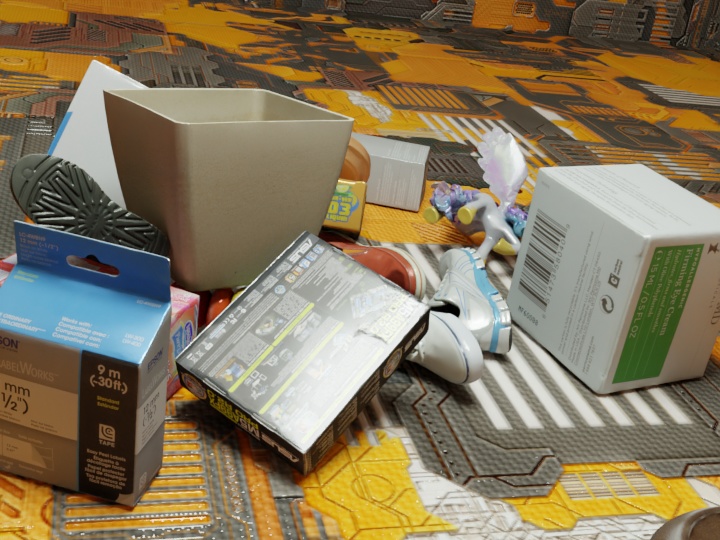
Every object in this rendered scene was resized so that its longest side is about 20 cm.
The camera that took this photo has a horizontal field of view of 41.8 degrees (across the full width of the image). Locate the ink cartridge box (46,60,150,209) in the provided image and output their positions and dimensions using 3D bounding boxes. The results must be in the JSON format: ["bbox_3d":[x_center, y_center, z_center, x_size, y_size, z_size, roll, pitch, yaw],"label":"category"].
[{"bbox_3d":[-0.303,-0.168,1.224,0.143,0.149,0.200,27,2,-11],"label":"ink cartridge box"}]

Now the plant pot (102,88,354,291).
[{"bbox_3d":[-0.146,-0.088,0.995,0.198,0.180,0.199,-7,22,-35],"label":"plant pot"}]

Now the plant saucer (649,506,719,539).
[{"bbox_3d":[0.337,0.257,0.775,0.197,0.033,0.201,9,24,-4],"label":"plant saucer"}]

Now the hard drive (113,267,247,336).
[{"bbox_3d":[-0.175,-0.016,1.101,0.131,0.026,0.200,29,47,19],"label":"hard drive"}]

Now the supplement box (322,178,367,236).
[{"bbox_3d":[-0.027,-0.084,1.250,0.065,0.070,0.200,9,-2,1],"label":"supplement box"}]

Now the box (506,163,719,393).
[{"bbox_3d":[0.306,0.003,1.104,0.169,0.202,0.200,-5,29,-28],"label":"box"}]

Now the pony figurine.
[{"bbox_3d":[0.177,-0.084,1.342,0.199,0.167,0.194,-19,68,-51],"label":"pony figurine"}]

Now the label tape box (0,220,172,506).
[{"bbox_3d":[-0.231,0.076,0.759,0.141,0.203,0.066,13,26,9],"label":"label tape box"}]

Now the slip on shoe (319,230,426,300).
[{"bbox_3d":[0.000,0.000,1.160,0.199,0.075,0.061,23,28,40],"label":"slip on shoe"}]

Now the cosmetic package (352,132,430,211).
[{"bbox_3d":[0.007,-0.165,1.503,0.197,0.091,0.107,9,24,7],"label":"cosmetic package"}]

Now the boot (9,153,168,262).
[{"bbox_3d":[-0.297,-0.055,0.969,0.182,0.073,0.199,41,-13,-30],"label":"boot"}]

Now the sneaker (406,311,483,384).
[{"bbox_3d":[0.054,0.077,1.031,0.070,0.074,0.199,-17,25,-28],"label":"sneaker"}]

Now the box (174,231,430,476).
[{"bbox_3d":[-0.052,0.071,0.898,0.159,0.045,0.200,30,57,21],"label":"box"}]

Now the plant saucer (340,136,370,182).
[{"bbox_3d":[-0.084,-0.142,1.337,0.197,0.201,0.033,5,66,-8],"label":"plant saucer"}]

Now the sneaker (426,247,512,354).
[{"bbox_3d":[0.114,0.031,1.137,0.085,0.076,0.200,-3,26,-11],"label":"sneaker"}]

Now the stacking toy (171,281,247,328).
[{"bbox_3d":[-0.110,0.050,0.987,0.197,0.086,0.086,13,25,3],"label":"stacking toy"}]

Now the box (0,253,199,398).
[{"bbox_3d":[-0.268,0.055,0.919,0.197,0.096,0.103,16,25,15],"label":"box"}]
